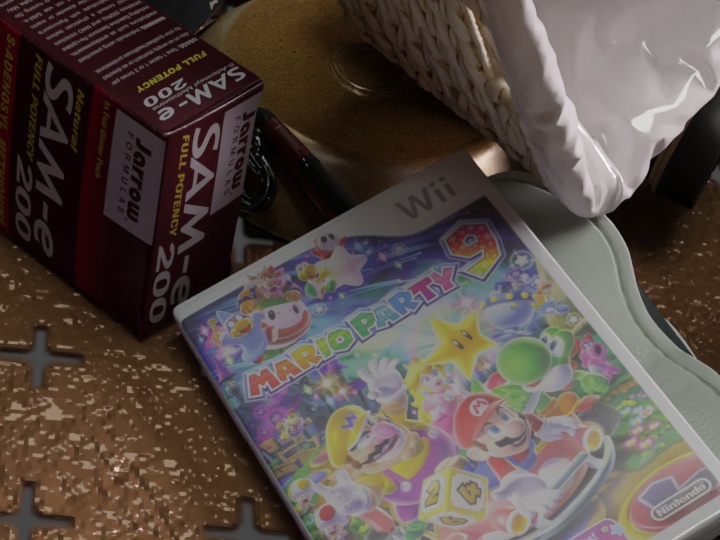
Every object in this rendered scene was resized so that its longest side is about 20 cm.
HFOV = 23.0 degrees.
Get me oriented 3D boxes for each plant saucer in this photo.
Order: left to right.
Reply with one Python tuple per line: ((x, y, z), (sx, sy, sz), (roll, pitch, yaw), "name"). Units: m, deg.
((0.003, -0.083, 0.850), (0.198, 0.036, 0.201), (9, 42, -8), "plant saucer")

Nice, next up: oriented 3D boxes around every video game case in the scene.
((0.032, 0.052, 0.679), (0.142, 0.018, 0.201), (-29, 54, -10), "video game case")

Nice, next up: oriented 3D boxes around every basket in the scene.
((0.082, -0.169, 0.705), (0.160, 0.199, 0.200), (36, 78, 30), "basket")

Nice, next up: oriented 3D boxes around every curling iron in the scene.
((0.000, 0.000, 0.756), (0.200, 0.026, 0.050), (43, 90, 17), "curling iron")

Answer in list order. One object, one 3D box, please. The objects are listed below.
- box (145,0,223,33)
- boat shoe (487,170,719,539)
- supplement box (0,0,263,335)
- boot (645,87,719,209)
((-0.147, -0.188, 0.789), (0.140, 0.201, 0.079), (30, 68, 20), "box")
((0.099, 0.041, 0.725), (0.075, 0.061, 0.201), (-28, 53, -4), "boat shoe")
((-0.138, -0.075, 0.744), (0.199, 0.110, 0.061), (34, 45, 22), "supplement box")
((0.141, -0.145, 0.847), (0.137, 0.078, 0.201), (27, 63, 9), "boot")
